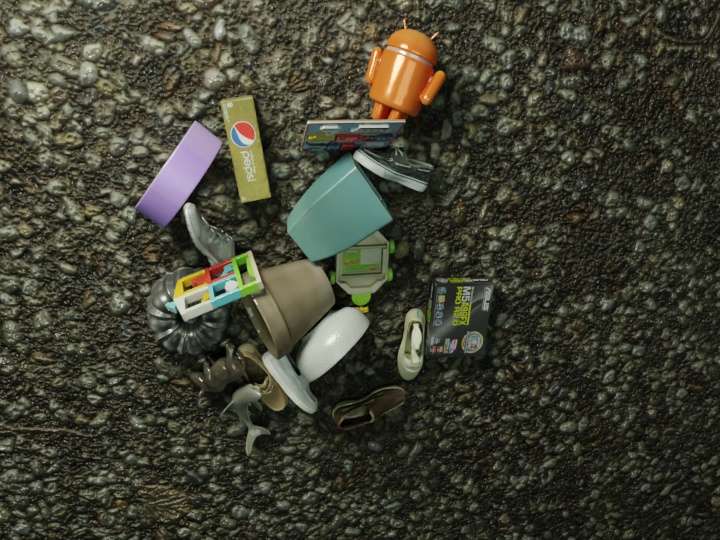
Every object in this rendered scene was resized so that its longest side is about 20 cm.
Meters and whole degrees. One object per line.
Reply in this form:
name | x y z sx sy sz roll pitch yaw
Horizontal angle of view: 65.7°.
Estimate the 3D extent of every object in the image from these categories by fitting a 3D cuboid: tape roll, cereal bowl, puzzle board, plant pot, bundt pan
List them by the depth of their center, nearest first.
tape roll | -0.347 -0.184 1.068 0.065 0.201 0.201 35 100 -21
puzzle board | -0.019 -0.274 1.142 0.195 0.151 0.018 -4 86 -12
plant pot | -0.056 -0.125 1.195 0.198 0.142 0.142 -35 114 8
plant pot | -0.156 0.065 1.228 0.171 0.199 0.204 -28 115 -20
bundt pan | -0.378 0.099 1.235 0.196 0.076 0.207 -4 110 -11
cereal bowl | -0.075 0.153 1.267 0.200 0.200 0.084 -43 94 5

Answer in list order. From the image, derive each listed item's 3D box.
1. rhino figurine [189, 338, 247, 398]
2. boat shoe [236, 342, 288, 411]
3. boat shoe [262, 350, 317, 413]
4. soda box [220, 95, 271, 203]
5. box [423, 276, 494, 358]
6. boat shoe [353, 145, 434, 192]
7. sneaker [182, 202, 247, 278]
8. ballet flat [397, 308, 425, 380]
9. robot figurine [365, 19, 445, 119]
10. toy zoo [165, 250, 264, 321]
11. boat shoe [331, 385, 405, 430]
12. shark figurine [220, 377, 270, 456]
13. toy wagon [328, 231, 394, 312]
rhino figurine | -0.334 0.233 1.279 0.198 0.060 0.088 -35 91 30
boat shoe | -0.237 0.269 1.336 0.070 0.065 0.202 -31 114 0
boat shoe | -0.156 0.261 1.356 0.068 0.072 0.202 -36 105 2
soda box | -0.234 -0.249 1.145 0.066 0.064 0.205 -11 113 -9
box | 0.243 0.118 1.402 0.156 0.044 0.205 1 110 -13
boat shoe | 0.074 -0.236 1.212 0.196 0.072 0.072 14 115 -34
sneaker | -0.310 -0.067 1.198 0.081 0.075 0.202 -32 125 -6
ballet flat | 0.131 0.197 1.394 0.068 0.070 0.205 -3 111 -12
robot figurine | 0.089 -0.395 1.136 0.114 0.144 0.204 10 108 -33
toy zoo | -0.301 0.034 1.132 0.196 0.132 0.021 -22 125 -8
boat shoe | 0.028 0.360 1.426 0.198 0.075 0.076 -19 114 -6
shark figurine | -0.291 0.338 1.333 0.089 0.127 0.218 -36 147 -37
toy wagon | 0.000 0.000 1.304 0.151 0.040 0.205 -3 112 -12
